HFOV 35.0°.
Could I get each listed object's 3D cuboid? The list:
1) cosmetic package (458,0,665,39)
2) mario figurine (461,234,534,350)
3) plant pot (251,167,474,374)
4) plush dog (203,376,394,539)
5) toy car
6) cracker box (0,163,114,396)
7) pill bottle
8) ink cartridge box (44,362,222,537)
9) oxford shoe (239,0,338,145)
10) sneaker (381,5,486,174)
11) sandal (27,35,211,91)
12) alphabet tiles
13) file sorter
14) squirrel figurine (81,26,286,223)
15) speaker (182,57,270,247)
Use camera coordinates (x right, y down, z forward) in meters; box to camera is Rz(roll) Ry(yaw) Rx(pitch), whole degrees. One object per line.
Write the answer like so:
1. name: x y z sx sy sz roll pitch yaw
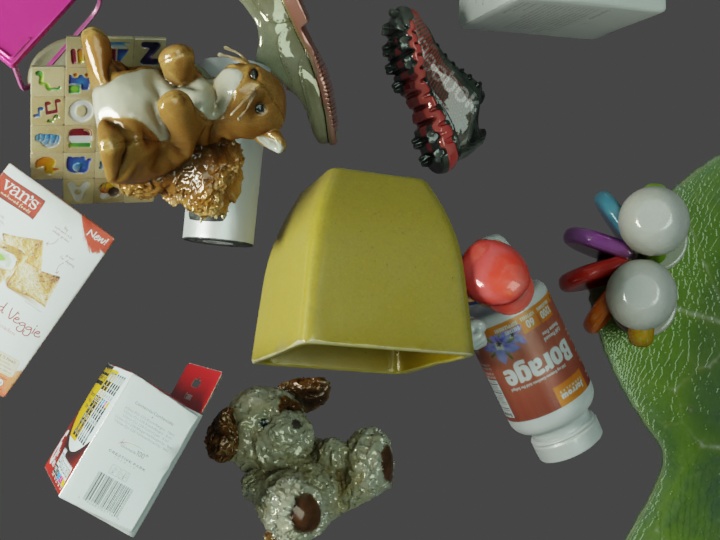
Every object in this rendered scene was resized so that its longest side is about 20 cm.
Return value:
1. cosmetic package: 0.238 -0.380 1.366 0.198 0.165 0.167 1 88 -20
2. mario figurine: 0.140 0.023 1.296 0.105 0.200 0.125 -7 91 -20
3. plant pot: 0.000 0.000 1.256 0.192 0.195 0.202 6 78 -20
4. plush dog: -0.085 0.206 1.258 0.199 0.160 0.173 -22 81 -47
5. toy car: 0.321 -0.012 1.406 0.149 0.175 0.202 10 84 17
6. cracker box: -0.367 0.010 1.181 0.134 0.058 0.201 36 76 -16
7. pill bottle: 0.210 0.122 1.366 0.112 0.112 0.201 -30 98 -19
8. ink cartridge box: -0.232 0.154 1.151 0.084 0.200 0.176 33 78 -15
9. oxford shoe: -0.078 -0.233 1.305 0.073 0.071 0.202 -19 96 5
10. sneaker: 0.092 -0.222 1.356 0.097 0.071 0.202 -24 98 -19
11. sandal: -0.255 -0.207 1.209 0.198 0.054 0.081 8 87 3
12. alphabet tiles: -0.258 -0.153 1.187 0.165 0.006 0.201 -4 130 -21
13. file sorter: -0.374 -0.298 1.138 0.200 0.125 0.139 39 76 -3
14. squirrel figurine: -0.167 -0.144 1.142 0.185 0.201 0.142 -11 59 -10
15. speaker: -0.147 -0.130 1.258 0.080 0.081 0.202 7 86 -20
